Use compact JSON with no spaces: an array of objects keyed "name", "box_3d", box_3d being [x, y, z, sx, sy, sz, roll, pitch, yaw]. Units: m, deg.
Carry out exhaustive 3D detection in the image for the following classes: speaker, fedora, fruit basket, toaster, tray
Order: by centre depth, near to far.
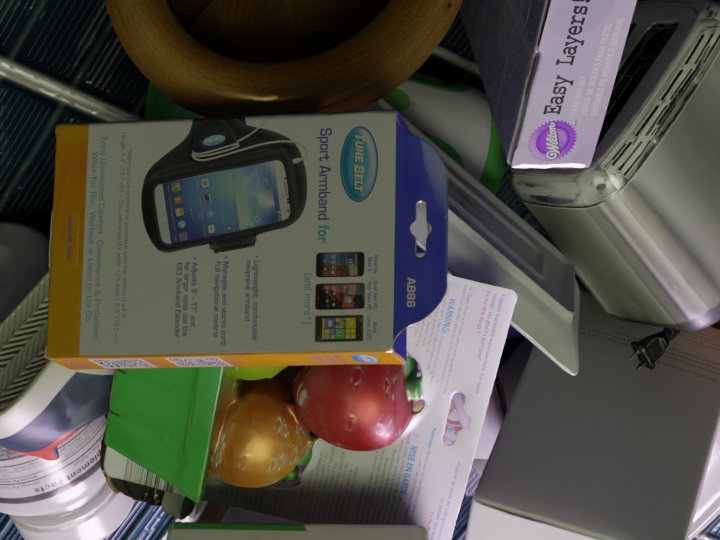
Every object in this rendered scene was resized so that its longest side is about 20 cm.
[{"name":"fedora","box_3d":[-0.039,-0.156,1.098,0.198,0.203,0.082,-4,163,-5]},{"name":"tray","box_3d":[0.048,-0.033,1.109,0.200,0.108,0.022,40,112,-10]},{"name":"fruit basket","box_3d":[-0.031,0.056,1.110,0.198,0.094,0.187,10,124,-2]},{"name":"toaster","box_3d":[0.170,-0.060,1.186,0.129,0.113,0.201,45,71,-29]},{"name":"speaker","box_3d":[-0.018,-0.086,1.190,0.198,0.089,0.089,15,126,-20]}]

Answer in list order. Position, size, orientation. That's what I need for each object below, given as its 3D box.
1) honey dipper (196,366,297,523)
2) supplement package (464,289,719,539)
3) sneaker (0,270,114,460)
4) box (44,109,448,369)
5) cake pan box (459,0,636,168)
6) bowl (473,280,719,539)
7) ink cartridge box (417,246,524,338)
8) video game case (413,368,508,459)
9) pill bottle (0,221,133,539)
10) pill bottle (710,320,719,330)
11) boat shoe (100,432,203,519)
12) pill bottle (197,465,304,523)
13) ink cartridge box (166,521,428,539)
[{"name":"honey dipper","box_3d":[-0.059,0.092,1.188,0.038,0.038,0.201,28,96,-28]},{"name":"supplement package","box_3d":[0.137,0.125,1.217,0.119,0.201,0.122,16,129,10]},{"name":"sneaker","box_3d":[-0.135,0.026,1.183,0.200,0.075,0.085,-43,141,-2]},{"name":"box","box_3d":[-0.053,-0.014,1.021,0.198,0.120,0.041,-1,168,10]},{"name":"cake pan box","box_3d":[0.096,-0.178,1.067,0.052,0.185,0.201,3,128,-11]},{"name":"bowl","box_3d":[0.189,0.107,1.389,0.199,0.075,0.200,23,123,-26]},{"name":"ink cartridge box","box_3d":[0.000,0.000,1.231,0.198,0.042,0.120,3,155,17]},{"name":"video game case","box_3d":[-0.013,0.063,1.282,0.198,0.023,0.183,3,150,14]},{"name":"pill bottle","box_3d":[-0.206,0.078,1.279,0.110,0.111,0.201,-15,130,4]},{"name":"pill bottle","box_3d":[0.293,0.037,1.288,0.114,0.114,0.200,-37,109,21]},{"name":"boat shoe","box_3d":[-0.115,0.109,1.270,0.060,0.201,0.072,23,86,3]},{"name":"pill bottle","box_3d":[-0.030,0.173,1.331,0.111,0.113,0.200,-25,162,12]},{"name":"ink cartridge box","box_3d":[-0.025,0.214,1.177,0.145,0.084,0.200,0,153,6]}]
